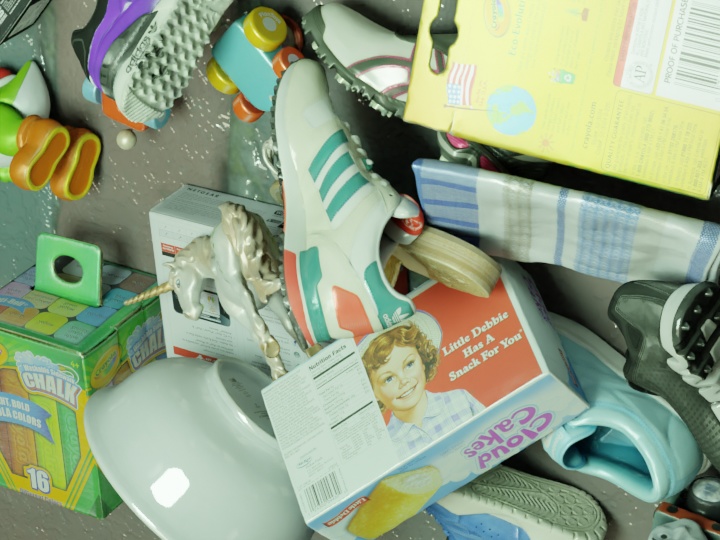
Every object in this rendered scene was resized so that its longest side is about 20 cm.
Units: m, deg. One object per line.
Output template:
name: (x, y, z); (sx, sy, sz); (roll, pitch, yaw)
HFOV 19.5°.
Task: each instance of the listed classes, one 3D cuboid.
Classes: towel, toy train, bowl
towel: (0.132, -0.023, 1.315); (0.198, 0.024, 0.147); (14, 168, 8)
toy train: (0.220, 0.240, 1.439); (0.085, 0.114, 0.202); (20, 127, 24)
bowl: (-0.094, 0.127, 1.504); (0.201, 0.201, 0.090); (44, 105, 5)
toy train: (-0.109, -0.142, 1.492); (0.199, 0.056, 0.151); (21, 129, 28)

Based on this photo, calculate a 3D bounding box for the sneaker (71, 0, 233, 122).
sneaker: (-0.127, -0.207, 1.404); (0.099, 0.069, 0.201); (38, 94, 30)

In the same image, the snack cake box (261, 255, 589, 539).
snack cake box: (0.041, 0.086, 1.419); (0.199, 0.067, 0.116); (-33, 52, 15)

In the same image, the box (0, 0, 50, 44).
box: (-0.262, -0.284, 1.520); (0.160, 0.043, 0.200); (48, 133, 2)

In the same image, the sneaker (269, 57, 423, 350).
sneaker: (-0.006, -0.047, 1.358); (0.092, 0.202, 0.070); (-7, 154, 7)

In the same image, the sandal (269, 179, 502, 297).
sandal: (-0.003, -0.003, 1.409); (0.211, 0.070, 0.078); (19, 165, 42)

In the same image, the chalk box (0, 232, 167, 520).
chalk box: (-0.225, 0.069, 1.651); (0.123, 0.124, 0.202); (14, 124, 29)

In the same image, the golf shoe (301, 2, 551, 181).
golf shoe: (0.053, -0.129, 1.382); (0.199, 0.077, 0.088); (37, 105, 16)

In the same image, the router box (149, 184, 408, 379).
router box: (-0.058, 0.043, 1.566); (0.198, 0.049, 0.181); (14, 124, 29)

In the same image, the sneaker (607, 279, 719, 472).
sneaker: (0.218, 0.070, 1.356); (0.090, 0.067, 0.200); (19, 153, 45)

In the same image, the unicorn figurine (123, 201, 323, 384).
unicorn figurine: (-0.083, 0.012, 1.469); (0.138, 0.073, 0.200); (54, 149, 18)

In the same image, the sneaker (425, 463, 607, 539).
sneaker: (0.068, 0.179, 1.519); (0.198, 0.077, 0.112); (24, 128, -4)

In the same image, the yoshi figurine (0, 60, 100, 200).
yoshi figurine: (-0.308, -0.102, 1.624); (0.199, 0.112, 0.113); (26, 135, 25)

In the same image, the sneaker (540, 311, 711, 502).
sneaker: (0.142, 0.090, 1.426); (0.199, 0.082, 0.074); (26, 128, 25)

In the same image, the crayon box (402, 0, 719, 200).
crayon box: (0.134, -0.131, 1.277); (0.198, 0.051, 0.128); (16, 110, 14)
